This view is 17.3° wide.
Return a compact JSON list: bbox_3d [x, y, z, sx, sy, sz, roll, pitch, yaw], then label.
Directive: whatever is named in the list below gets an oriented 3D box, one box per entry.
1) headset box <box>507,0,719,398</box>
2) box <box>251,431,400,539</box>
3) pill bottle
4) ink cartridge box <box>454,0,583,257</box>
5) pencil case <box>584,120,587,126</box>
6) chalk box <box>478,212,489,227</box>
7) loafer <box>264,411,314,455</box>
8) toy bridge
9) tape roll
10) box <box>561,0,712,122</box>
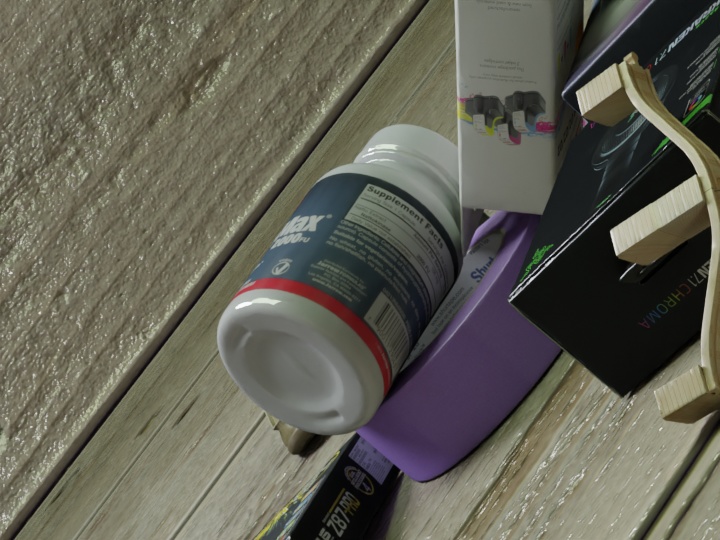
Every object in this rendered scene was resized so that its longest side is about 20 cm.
[{"bbox_3d":[0.184,-0.048,1.338,0.174,0.093,0.200,-45,11,35],"label":"headset box"},{"bbox_3d":[-0.056,0.207,1.592,0.161,0.049,0.200,-49,1,23],"label":"box"},{"bbox_3d":[0.000,0.000,1.570,0.120,0.119,0.200,-39,13,51],"label":"pill bottle"},{"bbox_3d":[0.106,-0.117,1.539,0.115,0.067,0.201,-65,-23,-54],"label":"ink cartridge box"},{"bbox_3d":[0.203,-0.150,1.714,0.200,0.087,0.087,-48,9,12],"label":"pencil case"},{"bbox_3d":[0.026,-0.012,1.912,0.124,0.124,0.200,-46,8,24],"label":"chalk box"},{"bbox_3d":[-0.057,0.100,2.044,0.076,0.067,0.200,-49,8,8],"label":"loafer"},{"bbox_3d":[0.160,-0.026,1.199,0.067,0.027,0.202,-35,55,38],"label":"toy bridge"},{"bbox_3d":[0.076,0.045,1.601,0.200,0.066,0.200,-50,8,10],"label":"tape roll"},{"bbox_3d":[0.244,-0.179,1.499,0.200,0.123,0.199,-46,10,29],"label":"box"}]
